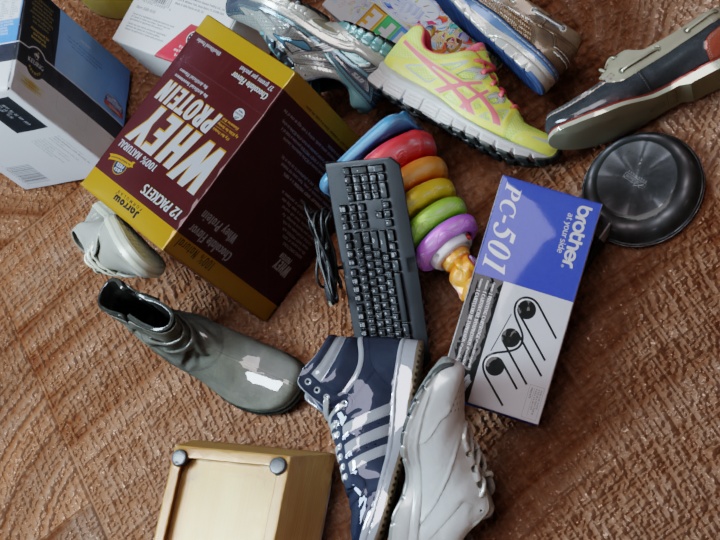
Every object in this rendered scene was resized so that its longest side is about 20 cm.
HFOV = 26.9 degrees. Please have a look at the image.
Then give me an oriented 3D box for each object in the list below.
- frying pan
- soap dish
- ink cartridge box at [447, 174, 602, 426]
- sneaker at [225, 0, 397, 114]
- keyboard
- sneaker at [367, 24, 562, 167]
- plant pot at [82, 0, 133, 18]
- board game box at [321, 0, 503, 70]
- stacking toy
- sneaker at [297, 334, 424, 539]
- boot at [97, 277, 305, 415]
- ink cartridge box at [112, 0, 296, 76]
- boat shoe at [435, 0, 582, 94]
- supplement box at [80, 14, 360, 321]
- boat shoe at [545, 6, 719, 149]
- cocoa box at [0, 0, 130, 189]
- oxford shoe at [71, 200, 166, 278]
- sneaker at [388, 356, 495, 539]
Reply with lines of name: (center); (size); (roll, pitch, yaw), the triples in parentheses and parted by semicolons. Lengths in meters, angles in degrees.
frying pan: (0.221, -0.058, 1.367); (0.189, 0.031, 0.116); (-31, 57, 8)
soap dish: (-0.117, 0.253, 1.369); (0.156, 0.081, 0.202); (2, 71, 27)
ink cartridge box: (0.140, 0.027, 1.327); (0.093, 0.044, 0.202); (16, 84, 8)
sneaker: (-0.058, -0.218, 1.496); (0.199, 0.077, 0.087); (25, 95, 21)
keyboard: (0.000, 0.000, 1.378); (0.103, 0.040, 0.202); (-3, 105, 27)
sneaker: (0.107, -0.166, 1.412); (0.199, 0.078, 0.091); (30, 90, 12)
plant pot: (-0.280, -0.407, 1.697); (0.198, 0.142, 0.202); (-10, 65, 22)
board game box: (0.070, -0.260, 1.523); (0.135, 0.034, 0.200); (-47, 57, 2)
stacking toy: (0.064, -0.041, 1.403); (0.110, 0.116, 0.201); (-41, 68, 8)
sneaker: (-0.011, 0.151, 1.347); (0.107, 0.070, 0.202); (10, 70, 7)
boot: (-0.155, 0.073, 1.435); (0.199, 0.131, 0.068); (19, 78, 31)
ink cartridge box: (-0.151, -0.298, 1.620); (0.143, 0.084, 0.201); (23, 82, 32)
boat shoe: (0.132, -0.251, 1.433); (0.072, 0.072, 0.200); (-42, 67, -1)
supplement box: (-0.119, -0.094, 1.449); (0.132, 0.197, 0.201); (35, 87, 33)
boat shoe: (0.254, -0.172, 1.366); (0.198, 0.071, 0.063); (-25, 72, 5)
cocoa box: (-0.356, -0.194, 1.608); (0.132, 0.200, 0.133); (-7, 65, 24)
oxford shoe: (-0.235, -0.019, 1.445); (0.058, 0.075, 0.200); (-44, 23, -7)
sneaker: (0.077, 0.167, 1.285); (0.086, 0.075, 0.202); (11, 115, 16)
